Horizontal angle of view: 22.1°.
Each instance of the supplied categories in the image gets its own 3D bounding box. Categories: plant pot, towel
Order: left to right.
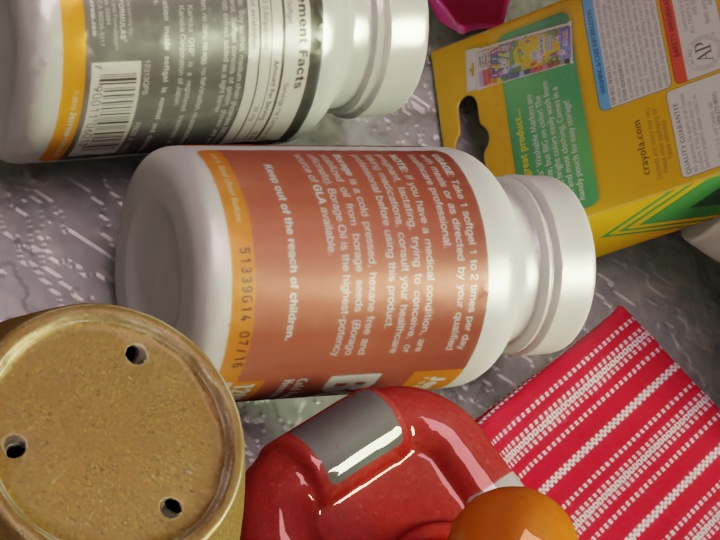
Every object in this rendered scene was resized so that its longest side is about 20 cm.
[{"bbox_3d":[-0.120,0.093,0.668,0.186,0.200,0.187,11,60,-20],"label":"plant pot"},{"bbox_3d":[0.149,0.120,0.858,0.145,0.022,0.200,-33,75,-37],"label":"towel"}]

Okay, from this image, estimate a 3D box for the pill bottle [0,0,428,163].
[{"bbox_3d":[-0.077,-0.112,0.846,0.200,0.116,0.117,-7,68,-29],"label":"pill bottle"}]

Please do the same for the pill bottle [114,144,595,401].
[{"bbox_3d":[0.000,0.000,0.828,0.200,0.112,0.112,-1,66,-26],"label":"pill bottle"}]

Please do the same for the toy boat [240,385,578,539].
[{"bbox_3d":[0.045,0.129,0.737,0.130,0.131,0.200,-30,78,-33],"label":"toy boat"}]

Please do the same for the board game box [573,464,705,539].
[{"bbox_3d":[0.107,0.184,0.837,0.200,0.028,0.135,-20,75,-33],"label":"board game box"}]

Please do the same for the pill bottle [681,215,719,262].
[{"bbox_3d":[0.272,0.001,0.962,0.200,0.111,0.112,31,55,-9],"label":"pill bottle"}]

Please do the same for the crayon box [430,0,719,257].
[{"bbox_3d":[0.139,-0.083,0.924,0.052,0.200,0.126,32,46,-53],"label":"crayon box"}]

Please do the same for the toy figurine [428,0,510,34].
[{"bbox_3d":[0.109,-0.188,0.940,0.150,0.184,0.200,54,7,-20],"label":"toy figurine"}]
